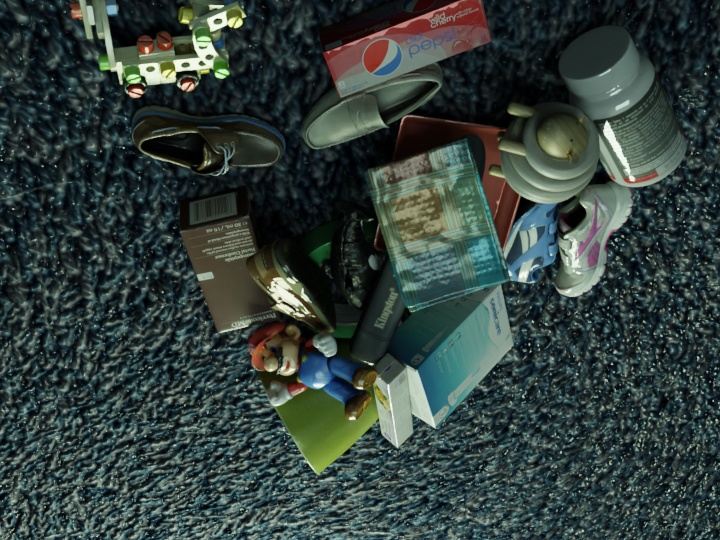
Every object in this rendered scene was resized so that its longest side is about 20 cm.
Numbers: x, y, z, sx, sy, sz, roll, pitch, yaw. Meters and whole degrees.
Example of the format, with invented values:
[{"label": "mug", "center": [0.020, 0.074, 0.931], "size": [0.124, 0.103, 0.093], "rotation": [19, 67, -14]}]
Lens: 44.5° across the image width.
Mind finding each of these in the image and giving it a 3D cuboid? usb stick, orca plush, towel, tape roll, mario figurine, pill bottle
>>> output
[{"label": "usb stick", "center": [0.034, 0.052, 1.234], "size": [0.055, 0.033, 0.201], "rotation": [24, 124, 4]}, {"label": "orca plush", "center": [0.000, 0.000, 1.215], "size": [0.104, 0.072, 0.201], "rotation": [8, 138, -4]}, {"label": "towel", "center": [0.100, -0.057, 1.145], "size": [0.145, 0.022, 0.202], "rotation": [-17, 104, 6]}, {"label": "tape roll", "center": [-0.012, 0.014, 1.323], "size": [0.198, 0.048, 0.202], "rotation": [-5, 130, -6]}, {"label": "mario figurine", "center": [-0.083, 0.145, 1.261], "size": [0.124, 0.199, 0.106], "rotation": [-64, 156, -10]}, {"label": "pill bottle", "center": [0.344, -0.215, 1.158], "size": [0.113, 0.114, 0.200], "rotation": [-31, 130, 15]}]

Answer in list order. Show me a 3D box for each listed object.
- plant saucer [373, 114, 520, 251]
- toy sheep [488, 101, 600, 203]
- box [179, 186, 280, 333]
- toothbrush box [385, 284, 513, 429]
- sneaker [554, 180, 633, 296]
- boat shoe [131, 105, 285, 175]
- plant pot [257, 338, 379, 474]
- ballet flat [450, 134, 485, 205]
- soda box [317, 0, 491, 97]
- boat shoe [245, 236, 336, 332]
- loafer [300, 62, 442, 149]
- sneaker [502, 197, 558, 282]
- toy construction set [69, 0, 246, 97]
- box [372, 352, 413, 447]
[{"label": "plant saucer", "center": [0.128, -0.116, 1.230], "size": [0.198, 0.037, 0.201], "rotation": [5, 117, -15]}, {"label": "toy sheep", "center": [0.239, -0.150, 1.133], "size": [0.137, 0.139, 0.200], "rotation": [-13, 170, -1]}, {"label": "box", "center": [-0.184, -0.011, 1.252], "size": [0.099, 0.075, 0.201], "rotation": [-13, 133, 0]}, {"label": "toothbrush box", "center": [0.137, 0.116, 1.354], "size": [0.200, 0.085, 0.147], "rotation": [-42, 136, -22]}, {"label": "sneaker", "center": [0.327, -0.052, 1.324], "size": [0.087, 0.082, 0.201], "rotation": [7, 120, -15]}, {"label": "boat shoe", "center": [-0.192, -0.155, 1.126], "size": [0.198, 0.073, 0.073], "rotation": [4, 130, -15]}, {"label": "plant pot", "center": [-0.031, 0.187, 1.400], "size": [0.199, 0.187, 0.188], "rotation": [-32, 131, -5]}, {"label": "ballet flat", "center": [0.122, -0.083, 1.187], "size": [0.072, 0.073, 0.201], "rotation": [15, 114, -23]}, {"label": "soda box", "center": [0.053, -0.286, 1.072], "size": [0.198, 0.064, 0.070], "rotation": [-20, 131, 6]}, {"label": "boat shoe", "center": [-0.095, 0.025, 1.233], "size": [0.073, 0.076, 0.200], "rotation": [-15, 140, 15]}, {"label": "loafer", "center": [0.013, -0.211, 1.122], "size": [0.199, 0.070, 0.070], "rotation": [-30, 130, 14]}, {"label": "sneaker", "center": [0.260, -0.060, 1.289], "size": [0.082, 0.074, 0.201], "rotation": [24, 134, 1]}, {"label": "toy construction set", "center": [-0.230, -0.267, 1.010], "size": [0.198, 0.093, 0.131], "rotation": [4, 154, -5]}, {"label": "box", "center": [0.049, 0.200, 1.333], "size": [0.041, 0.039, 0.201], "rotation": [-40, 148, -21]}]
